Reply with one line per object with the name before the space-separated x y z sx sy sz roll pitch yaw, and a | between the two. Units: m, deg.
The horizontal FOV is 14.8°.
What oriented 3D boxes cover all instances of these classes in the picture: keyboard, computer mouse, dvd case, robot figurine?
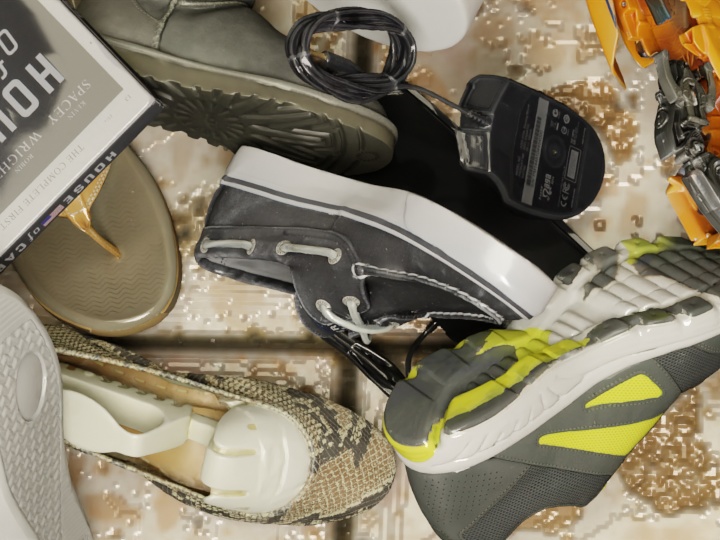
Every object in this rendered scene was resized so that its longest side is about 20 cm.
keyboard | 0.044 0.016 1.290 0.127 0.021 0.200 -45 76 -7
computer mouse | 0.037 -0.069 1.236 0.034 0.200 0.059 -2 70 47
dvd case | -0.208 -0.092 1.252 0.150 0.025 0.200 -45 78 2
robot figurine | 0.164 -0.092 1.245 0.058 0.144 0.201 -36 65 44

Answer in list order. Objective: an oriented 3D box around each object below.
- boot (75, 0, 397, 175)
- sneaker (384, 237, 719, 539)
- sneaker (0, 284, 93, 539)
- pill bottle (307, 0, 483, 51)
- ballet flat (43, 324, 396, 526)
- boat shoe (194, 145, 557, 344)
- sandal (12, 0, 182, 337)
boot | -0.047 -0.158 1.306 0.181 0.073 0.201 19 64 -3
sneaker | 0.099 0.053 1.229 0.199 0.085 0.074 -25 35 -20
sneaker | -0.193 0.082 1.232 0.118 0.201 0.074 10 45 16
pill bottle | 0.044 -0.207 1.256 0.113 0.114 0.201 21 67 11
ballet flat | -0.085 0.076 1.267 0.199 0.075 0.068 17 99 10
boat shoe | 0.000 0.000 1.217 0.199 0.072 0.068 20 77 42
sandal | -0.144 -0.063 1.312 0.080 0.054 0.201 -18 78 5
